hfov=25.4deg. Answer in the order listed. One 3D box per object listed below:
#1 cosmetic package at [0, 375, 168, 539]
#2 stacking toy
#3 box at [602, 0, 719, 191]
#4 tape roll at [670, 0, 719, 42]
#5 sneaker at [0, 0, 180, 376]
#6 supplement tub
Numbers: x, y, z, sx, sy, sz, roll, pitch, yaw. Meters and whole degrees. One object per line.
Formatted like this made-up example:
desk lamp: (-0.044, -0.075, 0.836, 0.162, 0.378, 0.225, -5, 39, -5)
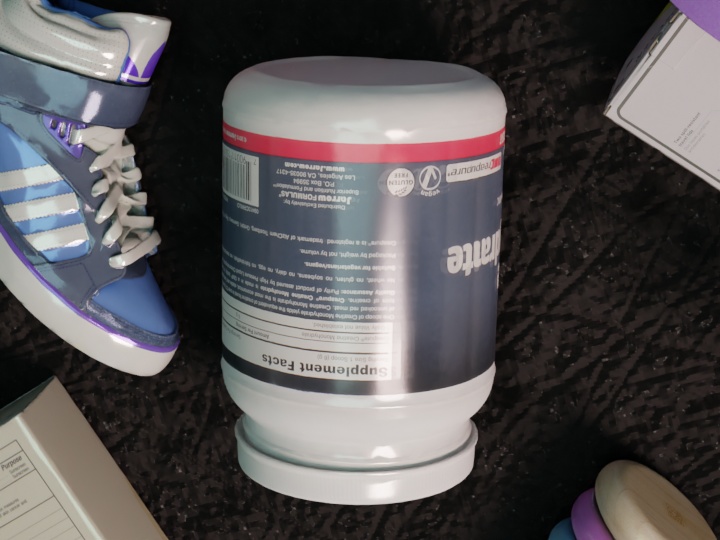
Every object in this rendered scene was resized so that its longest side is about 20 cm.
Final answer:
cosmetic package: (-0.164, 0.174, 0.897, 0.103, 0.073, 0.201, -29, 98, 14)
stacking toy: (0.102, 0.197, 0.873, 0.085, 0.085, 0.200, 40, 111, -4)
box: (0.233, -0.075, 0.770, 0.199, 0.060, 0.117, 32, 132, -1)
tape roll: (0.207, -0.183, 0.703, 0.199, 0.066, 0.201, 7, 65, -15)
sneaker: (-0.133, -0.059, 0.830, 0.146, 0.081, 0.200, -43, 90, 19)
supplement tub: (0.000, 0.000, 0.798, 0.139, 0.140, 0.201, 3, 105, 6)
